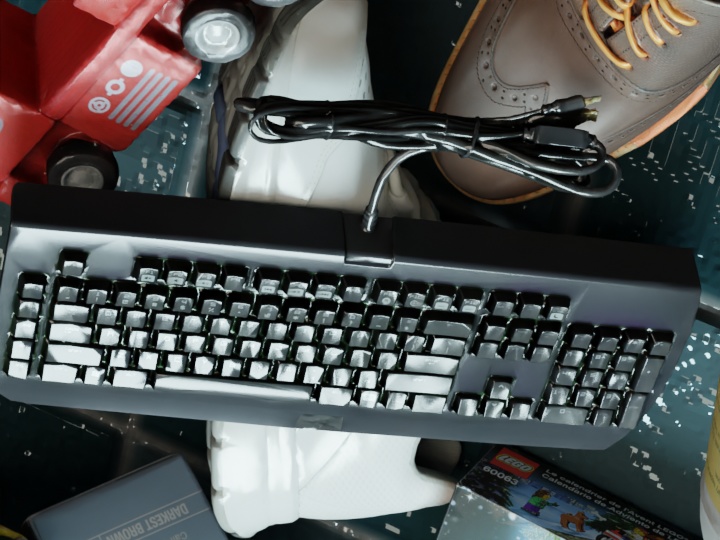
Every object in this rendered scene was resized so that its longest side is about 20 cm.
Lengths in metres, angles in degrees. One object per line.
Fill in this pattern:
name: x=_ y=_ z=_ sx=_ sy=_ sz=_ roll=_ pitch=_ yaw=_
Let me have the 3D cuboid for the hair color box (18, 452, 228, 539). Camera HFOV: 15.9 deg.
hair color box: x=-0.049 y=0.171 z=0.822 sx=0.200 sy=0.061 sz=0.099 roll=61 pitch=151 yaw=12

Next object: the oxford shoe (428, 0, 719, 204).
oxford shoe: x=0.080 y=-0.084 z=0.707 sx=0.071 sy=0.073 sz=0.200 roll=46 pitch=121 yaw=3

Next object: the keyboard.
keyboard: x=0.000 y=0.000 z=0.725 sx=0.200 sy=0.021 sz=0.127 roll=5 pitch=127 yaw=-13

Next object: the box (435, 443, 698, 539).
box: x=0.068 y=0.171 z=0.829 sx=0.137 sy=0.038 sz=0.200 roll=26 pitch=118 yaw=15

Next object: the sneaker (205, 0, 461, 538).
sneaker: x=-0.004 y=-0.005 z=0.776 sx=0.087 sy=0.075 sz=0.200 roll=0 pitch=129 yaw=-1

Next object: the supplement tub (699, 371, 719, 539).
supplement tub: x=0.167 y=0.025 z=0.666 sx=0.145 sy=0.145 sz=0.200 roll=14 pitch=114 yaw=20

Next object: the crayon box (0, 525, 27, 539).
crayon box: x=-0.147 y=0.163 z=0.861 sx=0.200 sy=0.058 sz=0.173 roll=6 pitch=114 yaw=60

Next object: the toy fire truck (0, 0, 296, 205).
toy fire truck: x=-0.083 y=-0.107 z=0.682 sx=0.141 sy=0.049 sz=0.200 roll=27 pitch=127 yaw=-31

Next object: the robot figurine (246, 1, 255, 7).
robot figurine: x=-0.082 y=-0.152 z=0.713 sx=0.200 sy=0.058 sz=0.145 roll=25 pitch=126 yaw=-29
